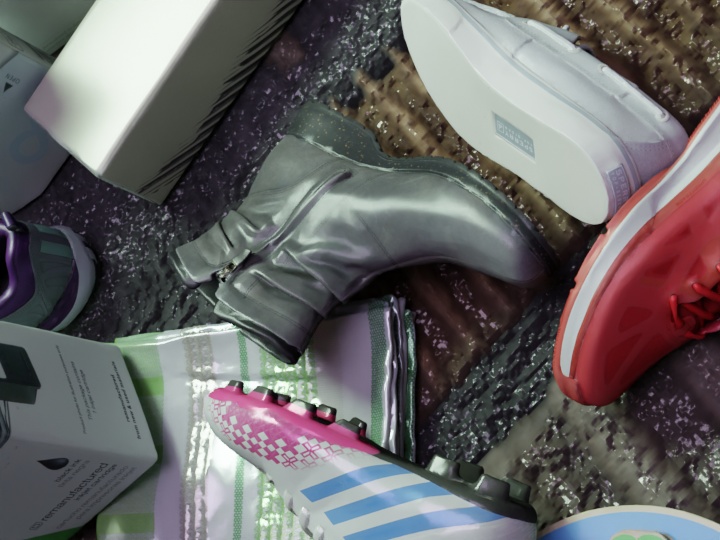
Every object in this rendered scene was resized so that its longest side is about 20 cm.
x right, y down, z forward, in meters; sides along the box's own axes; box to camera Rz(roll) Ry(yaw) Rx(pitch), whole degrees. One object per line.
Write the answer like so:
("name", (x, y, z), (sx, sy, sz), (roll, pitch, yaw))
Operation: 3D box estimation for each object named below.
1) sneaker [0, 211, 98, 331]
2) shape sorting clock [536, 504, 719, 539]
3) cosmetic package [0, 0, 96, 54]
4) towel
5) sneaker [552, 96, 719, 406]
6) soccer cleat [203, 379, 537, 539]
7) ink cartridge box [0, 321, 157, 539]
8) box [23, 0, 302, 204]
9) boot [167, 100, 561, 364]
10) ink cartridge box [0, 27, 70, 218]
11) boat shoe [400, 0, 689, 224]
("sneaker", (-0.245, 0.048, 1.110), (0.074, 0.087, 0.200), (39, 97, 31))
("shape sorting clock", (0.129, 0.212, 0.889), (0.199, 0.039, 0.201), (-8, 73, 27))
("cosmetic package", (-0.230, -0.238, 1.181), (0.107, 0.085, 0.201), (-31, 65, 19))
("towel", (-0.062, 0.097, 1.031), (0.199, 0.031, 0.150), (-8, 72, 27))
("sneaker", (0.185, 0.000, 0.894), (0.115, 0.078, 0.201), (37, 97, 32))
("soccer cleat", (-0.007, 0.119, 0.939), (0.199, 0.070, 0.087), (19, 88, 31))
("ink cartridge box", (-0.234, 0.097, 1.011), (0.146, 0.199, 0.083), (-41, 56, 26))
("box", (-0.102, -0.146, 1.095), (0.082, 0.068, 0.200), (40, 98, 31))
("boot", (0.000, 0.000, 0.983), (0.199, 0.070, 0.132), (25, 70, 42))
("ink cartridge box", (-0.263, -0.057, 1.106), (0.047, 0.160, 0.201), (38, 97, 32))
("boat shoe", (0.094, -0.098, 0.976), (0.068, 0.072, 0.200), (-26, 37, -19))
